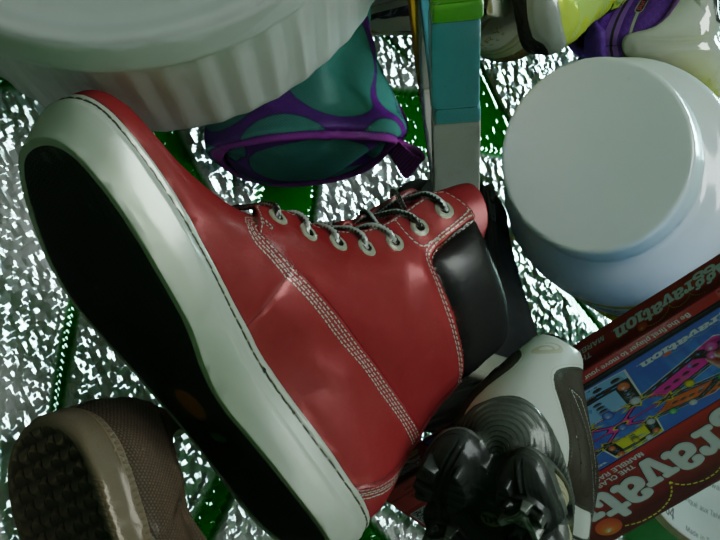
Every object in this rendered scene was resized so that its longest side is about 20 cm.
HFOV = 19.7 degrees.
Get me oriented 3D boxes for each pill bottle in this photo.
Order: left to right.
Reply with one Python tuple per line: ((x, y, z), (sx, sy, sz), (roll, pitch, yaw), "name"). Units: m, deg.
((0.131, -0.034, 0.964), (0.200, 0.111, 0.114), (26, 54, -70), "pill bottle")

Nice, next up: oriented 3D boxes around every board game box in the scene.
((0.115, 0.067, 0.890), (0.103, 0.199, 0.020), (37, 30, -36), "board game box")

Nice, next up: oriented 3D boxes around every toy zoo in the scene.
((0.031, -0.114, 0.813), (0.201, 0.020, 0.132), (86, -2, -58), "toy zoo")

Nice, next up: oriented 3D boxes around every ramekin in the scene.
((-0.075, -0.143, 0.746), (0.094, 0.200, 0.204), (72, 20, -64), "ramekin")

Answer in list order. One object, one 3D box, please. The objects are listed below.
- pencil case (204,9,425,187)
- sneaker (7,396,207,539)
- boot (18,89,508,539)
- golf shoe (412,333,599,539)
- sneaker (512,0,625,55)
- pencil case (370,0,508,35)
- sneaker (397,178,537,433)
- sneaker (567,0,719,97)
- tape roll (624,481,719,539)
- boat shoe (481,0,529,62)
((-0.028, -0.137, 0.877), (0.091, 0.085, 0.202), (1, 75, -18), "pencil case")
((-0.063, 0.142, 0.744), (0.075, 0.070, 0.202), (-11, 86, -53), "sneaker")
((-0.025, -0.014, 0.750), (0.144, 0.072, 0.201), (-49, 122, -25), "boot")
((0.064, 0.110, 0.837), (0.201, 0.077, 0.095), (97, 18, -50), "golf shoe")
((0.123, -0.165, 0.979), (0.200, 0.076, 0.076), (-54, 139, -49), "sneaker")
((0.021, -0.203, 0.960), (0.077, 0.089, 0.202), (8, 71, -51), "pencil case")
((0.000, 0.000, 0.886), (0.199, 0.074, 0.107), (24, 48, -46), "sneaker")
((0.142, -0.135, 1.068), (0.200, 0.082, 0.082), (-60, 148, -77), "sneaker")
((0.210, 0.090, 0.990), (0.200, 0.199, 0.049), (41, 47, -33), "tape roll")
((0.058, -0.206, 1.024), (0.065, 0.072, 0.202), (15, 71, -48), "boat shoe")
